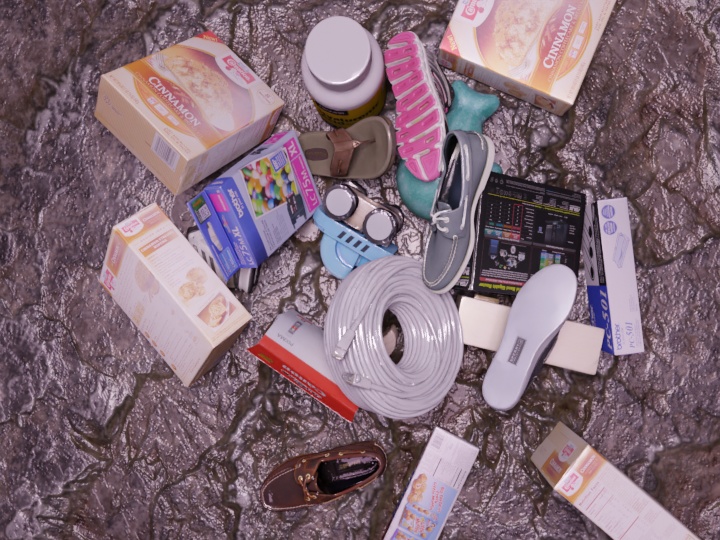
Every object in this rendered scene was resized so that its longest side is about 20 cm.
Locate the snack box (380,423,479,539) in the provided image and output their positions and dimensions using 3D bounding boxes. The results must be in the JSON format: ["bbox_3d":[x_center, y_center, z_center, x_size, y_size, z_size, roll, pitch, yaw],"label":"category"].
[{"bbox_3d":[0.097,0.330,0.978,0.071,0.024,0.203,25,91,3],"label":"snack box"}]

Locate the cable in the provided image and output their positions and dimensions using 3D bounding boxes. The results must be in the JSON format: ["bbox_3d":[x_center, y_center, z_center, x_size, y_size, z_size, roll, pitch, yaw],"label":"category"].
[{"bbox_3d":[0.045,0.085,0.860,0.199,0.069,0.203,38,57,-28],"label":"cable"}]

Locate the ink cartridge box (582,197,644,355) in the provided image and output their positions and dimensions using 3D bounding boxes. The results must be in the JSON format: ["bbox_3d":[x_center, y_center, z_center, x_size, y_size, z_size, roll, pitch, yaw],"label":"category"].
[{"bbox_3d":[0.342,0.008,0.932,0.043,0.094,0.205,-6,88,3],"label":"ink cartridge box"}]

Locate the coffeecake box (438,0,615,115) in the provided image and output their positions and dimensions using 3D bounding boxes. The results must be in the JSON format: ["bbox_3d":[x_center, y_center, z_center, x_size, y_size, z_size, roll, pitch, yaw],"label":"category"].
[{"bbox_3d":[0.227,-0.333,0.948,0.197,0.073,0.156,24,92,4],"label":"coffeecake box"}]

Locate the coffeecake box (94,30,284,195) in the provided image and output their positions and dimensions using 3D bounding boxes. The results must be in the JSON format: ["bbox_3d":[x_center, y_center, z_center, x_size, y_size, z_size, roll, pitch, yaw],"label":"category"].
[{"bbox_3d":[-0.225,-0.218,0.915,0.153,0.073,0.200,43,47,3],"label":"coffeecake box"}]

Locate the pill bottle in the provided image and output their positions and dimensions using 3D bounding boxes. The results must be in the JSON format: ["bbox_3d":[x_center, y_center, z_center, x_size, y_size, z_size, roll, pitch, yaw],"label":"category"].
[{"bbox_3d":[-0.021,-0.261,0.907,0.109,0.200,0.114,0,88,4],"label":"pill bottle"}]

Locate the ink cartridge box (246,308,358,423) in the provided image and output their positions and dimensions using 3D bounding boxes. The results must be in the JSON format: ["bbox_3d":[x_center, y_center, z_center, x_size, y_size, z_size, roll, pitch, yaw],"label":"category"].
[{"bbox_3d":[-0.057,0.119,0.903,0.161,0.200,0.051,34,91,3],"label":"ink cartridge box"}]

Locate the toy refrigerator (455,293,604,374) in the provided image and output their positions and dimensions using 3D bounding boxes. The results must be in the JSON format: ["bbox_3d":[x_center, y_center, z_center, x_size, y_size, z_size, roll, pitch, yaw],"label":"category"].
[{"bbox_3d":[0.228,0.084,0.948,0.196,0.076,0.072,13,90,4],"label":"toy refrigerator"}]

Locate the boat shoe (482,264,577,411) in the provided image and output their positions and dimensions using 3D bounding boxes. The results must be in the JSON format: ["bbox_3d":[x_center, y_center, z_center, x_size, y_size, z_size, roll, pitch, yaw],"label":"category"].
[{"bbox_3d":[0.223,0.089,0.879,0.069,0.066,0.203,24,94,26],"label":"boat shoe"}]

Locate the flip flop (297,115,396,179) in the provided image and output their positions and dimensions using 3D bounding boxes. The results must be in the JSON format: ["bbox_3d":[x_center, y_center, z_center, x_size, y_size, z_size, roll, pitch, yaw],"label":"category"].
[{"bbox_3d":[-0.030,-0.164,0.927,0.197,0.057,0.083,5,105,41],"label":"flip flop"}]

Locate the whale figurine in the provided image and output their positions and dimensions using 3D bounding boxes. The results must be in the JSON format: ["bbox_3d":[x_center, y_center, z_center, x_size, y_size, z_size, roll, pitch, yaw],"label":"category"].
[{"bbox_3d":[0.127,-0.166,0.944,0.157,0.104,0.203,25,90,4],"label":"whale figurine"}]

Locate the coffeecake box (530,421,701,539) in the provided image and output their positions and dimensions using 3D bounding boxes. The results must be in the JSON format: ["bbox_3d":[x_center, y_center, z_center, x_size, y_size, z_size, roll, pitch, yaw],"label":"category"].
[{"bbox_3d":[0.336,0.305,0.898,0.199,0.154,0.073,40,91,4],"label":"coffeecake box"}]

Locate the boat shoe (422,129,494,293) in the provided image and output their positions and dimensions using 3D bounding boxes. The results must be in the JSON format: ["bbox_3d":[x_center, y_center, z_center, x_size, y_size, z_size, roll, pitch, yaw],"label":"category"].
[{"bbox_3d":[0.105,-0.073,0.831,0.072,0.061,0.204,24,100,48],"label":"boat shoe"}]

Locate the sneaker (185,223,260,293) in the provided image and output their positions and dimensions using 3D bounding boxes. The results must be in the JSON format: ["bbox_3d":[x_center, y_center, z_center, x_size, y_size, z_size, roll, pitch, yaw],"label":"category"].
[{"bbox_3d":[-0.193,-0.077,0.977,0.113,0.076,0.205,10,92,2],"label":"sneaker"}]

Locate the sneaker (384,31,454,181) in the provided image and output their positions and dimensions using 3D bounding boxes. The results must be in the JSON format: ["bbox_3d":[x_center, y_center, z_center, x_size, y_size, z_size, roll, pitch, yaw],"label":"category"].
[{"bbox_3d":[0.089,-0.211,0.895,0.073,0.087,0.204,-22,71,35],"label":"sneaker"}]

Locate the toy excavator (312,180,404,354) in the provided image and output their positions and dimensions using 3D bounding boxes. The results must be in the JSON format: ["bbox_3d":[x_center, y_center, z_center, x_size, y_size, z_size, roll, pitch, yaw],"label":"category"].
[{"bbox_3d":[0.000,0.000,0.966,0.192,0.100,0.202,30,105,3],"label":"toy excavator"}]

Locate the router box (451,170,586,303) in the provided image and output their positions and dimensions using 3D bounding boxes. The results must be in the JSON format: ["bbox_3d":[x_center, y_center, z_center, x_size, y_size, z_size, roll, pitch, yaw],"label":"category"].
[{"bbox_3d":[0.210,-0.041,0.910,0.197,0.062,0.153,7,88,-31],"label":"router box"}]

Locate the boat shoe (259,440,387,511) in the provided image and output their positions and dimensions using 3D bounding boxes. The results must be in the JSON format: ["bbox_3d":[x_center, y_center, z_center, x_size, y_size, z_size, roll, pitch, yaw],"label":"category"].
[{"bbox_3d":[-0.057,0.293,0.967,0.197,0.070,0.072,-23,89,4],"label":"boat shoe"}]

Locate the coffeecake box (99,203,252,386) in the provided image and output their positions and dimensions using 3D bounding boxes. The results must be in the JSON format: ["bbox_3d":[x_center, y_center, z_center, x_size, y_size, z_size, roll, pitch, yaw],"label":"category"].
[{"bbox_3d":[-0.257,0.038,0.927,0.201,0.154,0.073,49,52,4],"label":"coffeecake box"}]

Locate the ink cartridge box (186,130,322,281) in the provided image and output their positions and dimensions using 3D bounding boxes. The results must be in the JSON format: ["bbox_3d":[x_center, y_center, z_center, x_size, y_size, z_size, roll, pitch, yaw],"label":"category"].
[{"bbox_3d":[-0.133,-0.090,0.908,0.041,0.200,0.121,1,124,38],"label":"ink cartridge box"}]
